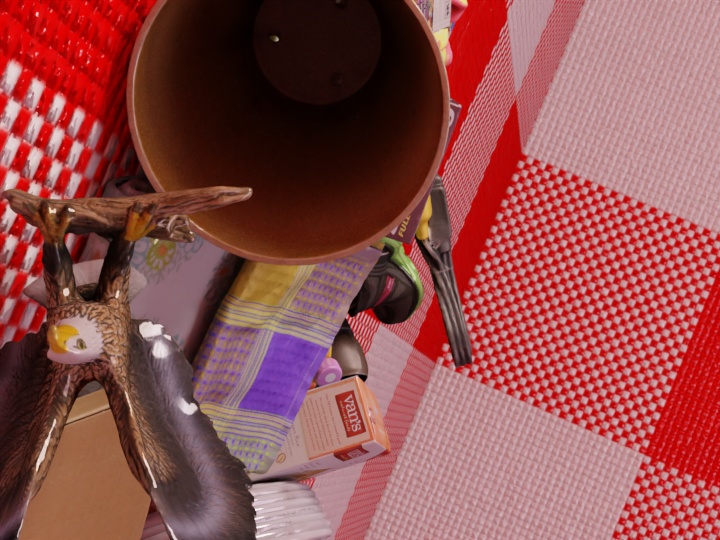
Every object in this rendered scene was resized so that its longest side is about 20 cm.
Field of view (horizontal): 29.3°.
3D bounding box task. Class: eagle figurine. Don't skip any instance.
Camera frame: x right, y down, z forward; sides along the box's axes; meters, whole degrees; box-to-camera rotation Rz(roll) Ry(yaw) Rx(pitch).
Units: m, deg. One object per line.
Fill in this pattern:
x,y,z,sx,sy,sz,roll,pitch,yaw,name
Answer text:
-0.138,0.059,0.706,0.150,0.150,0.203,7,78,-55,eagle figurine

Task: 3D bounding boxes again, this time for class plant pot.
-0.034,-0.126,0.866,0.200,0.184,0.189,-78,-174,-69,plant pot

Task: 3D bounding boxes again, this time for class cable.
-0.119,0.219,1.083,0.198,0.070,0.199,-2,159,-46,cable
0.057,-0.015,1.216,0.097,0.050,0.203,-128,-152,-74,cable

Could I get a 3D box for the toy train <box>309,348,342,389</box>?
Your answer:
-0.068,0.027,1.138,0.150,0.055,0.203,-149,-130,-67,toy train

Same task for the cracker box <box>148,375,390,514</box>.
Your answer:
-0.080,0.147,1.113,0.134,0.197,0.058,58,15,-77,cracker box

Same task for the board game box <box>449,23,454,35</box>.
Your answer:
0.046,-0.226,1.387,0.200,0.041,0.202,56,57,-78,board game box

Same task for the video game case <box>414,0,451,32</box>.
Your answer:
0.039,-0.285,1.085,0.181,0.035,0.203,-41,135,-66,video game case

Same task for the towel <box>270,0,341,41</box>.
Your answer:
-0.033,-0.202,1.084,0.200,0.023,0.154,26,87,-82,towel

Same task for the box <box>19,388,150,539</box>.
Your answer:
-0.196,0.155,0.823,0.199,0.021,0.165,-19,132,-55,box

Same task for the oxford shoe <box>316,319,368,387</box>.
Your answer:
-0.076,0.131,1.248,0.200,0.085,0.072,-41,148,13,oxford shoe

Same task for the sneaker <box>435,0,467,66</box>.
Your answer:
0.039,-0.200,1.222,0.201,0.090,0.078,-61,-171,-28,sneaker

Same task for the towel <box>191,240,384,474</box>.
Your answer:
-0.061,0.054,0.950,0.202,0.023,0.143,-61,151,3,towel

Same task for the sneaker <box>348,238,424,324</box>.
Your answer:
0.000,0.000,1.189,0.084,0.077,0.200,-41,154,-6,sneaker

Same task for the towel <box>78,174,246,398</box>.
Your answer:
-0.114,0.021,0.907,0.199,0.048,0.173,-6,119,-55,towel

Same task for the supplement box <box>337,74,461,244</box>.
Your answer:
0.008,-0.104,1.048,0.200,0.060,0.110,-122,-130,-69,supplement box
